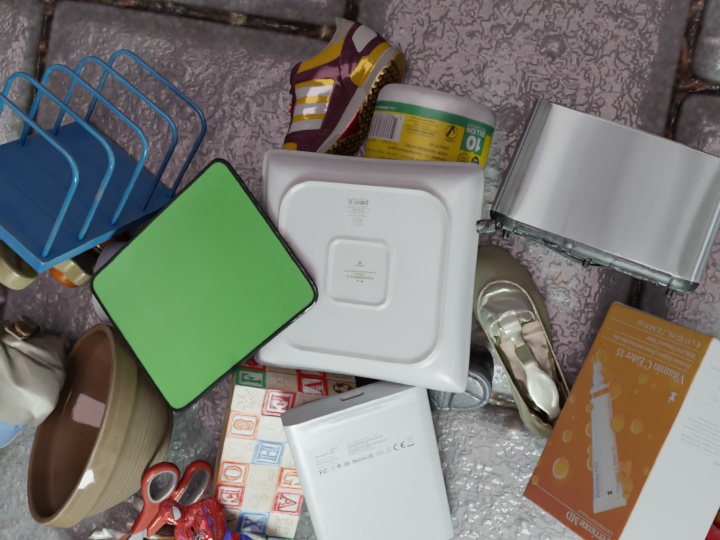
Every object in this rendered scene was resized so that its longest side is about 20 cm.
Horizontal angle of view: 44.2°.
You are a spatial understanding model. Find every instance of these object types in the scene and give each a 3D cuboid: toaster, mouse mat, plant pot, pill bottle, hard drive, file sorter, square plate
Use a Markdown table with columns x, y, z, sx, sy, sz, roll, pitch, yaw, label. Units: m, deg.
| x | y | z | sx | sy | sz | roll | pitch | yaw | label |
| --- | --- | --- | --- | --- | --- | --- | --- | --- | --- |
| 0.210 | -0.064 | 0.768 | 0.181 | 0.200 | 0.119 | 20 | 100 | 10 | toaster |
| -0.148 | 0.017 | 0.808 | 0.200 | 0.008 | 0.161 | -39 | 81 | 23 | mouse mat |
| -0.253 | 0.161 | 0.897 | 0.093 | 0.201 | 0.201 | 21 | 98 | -31 | plant pot |
| 0.050 | -0.063 | 0.833 | 0.113 | 0.113 | 0.200 | 15 | 94 | 10 | pill bottle |
| -0.156 | 0.022 | 0.884 | 0.200 | 0.113 | 0.113 | 6 | 93 | 11 | pill bottle |
| 0.011 | 0.196 | 0.836 | 0.132 | 0.027 | 0.200 | -17 | 121 | -7 | hard drive |
| -0.264 | -0.117 | 0.838 | 0.139 | 0.200 | 0.123 | 39 | 123 | 7 | file sorter |
| 0.000 | 0.000 | 0.771 | 0.200 | 0.028 | 0.198 | 6 | 99 | 15 | square plate |

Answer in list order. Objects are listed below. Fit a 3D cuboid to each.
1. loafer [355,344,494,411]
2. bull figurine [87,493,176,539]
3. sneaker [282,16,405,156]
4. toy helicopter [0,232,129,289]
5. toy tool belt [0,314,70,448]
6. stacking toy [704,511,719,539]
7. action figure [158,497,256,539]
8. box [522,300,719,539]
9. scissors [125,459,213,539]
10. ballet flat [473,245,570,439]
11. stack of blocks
| x | y | z | sx | sy | sz | roll | pitch | yaw | label |
| --- | --- | --- | --- | --- | --- | --- | --- | --- | --- |
| 0.035 | 0.099 | 0.886 | 0.200 | 0.063 | 0.072 | 3 | 122 | 17 | loafer |
| -0.262 | 0.331 | 0.936 | 0.200 | 0.065 | 0.121 | -42 | 101 | 6 | bull figurine |
| -0.044 | -0.153 | 0.882 | 0.090 | 0.075 | 0.200 | 37 | 92 | 15 | sneaker |
| -0.316 | -0.036 | 0.868 | 0.079 | 0.200 | 0.132 | -36 | 103 | 11 | toy helicopter |
| -0.405 | 0.124 | 0.924 | 0.200 | 0.125 | 0.123 | -41 | 124 | 22 | toy tool belt |
| 0.383 | 0.243 | 0.807 | 0.200 | 0.116 | 0.110 | -26 | 96 | -4 | stacking toy |
| -0.108 | 0.281 | 0.825 | 0.200 | 0.099 | 0.065 | 40 | 107 | -21 | action figure |
| 0.252 | 0.146 | 0.780 | 0.097 | 0.124 | 0.200 | 24 | 90 | -28 | box |
| -0.217 | 0.267 | 0.886 | 0.014 | 0.073 | 0.200 | 45 | 109 | 45 | scissors |
| 0.155 | 0.069 | 0.850 | 0.069 | 0.069 | 0.200 | -25 | 87 | 11 | ballet flat |
| -0.080 | 0.184 | 0.862 | 0.115 | 0.059 | 0.200 | 9 | 116 | -11 | stack of blocks |
